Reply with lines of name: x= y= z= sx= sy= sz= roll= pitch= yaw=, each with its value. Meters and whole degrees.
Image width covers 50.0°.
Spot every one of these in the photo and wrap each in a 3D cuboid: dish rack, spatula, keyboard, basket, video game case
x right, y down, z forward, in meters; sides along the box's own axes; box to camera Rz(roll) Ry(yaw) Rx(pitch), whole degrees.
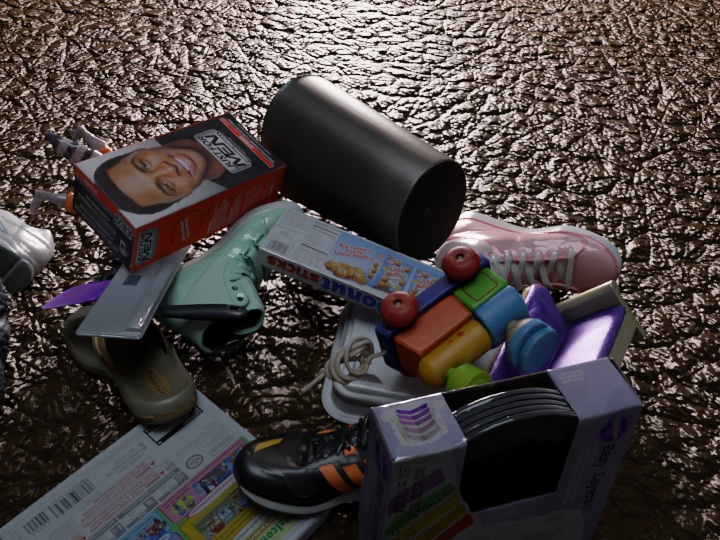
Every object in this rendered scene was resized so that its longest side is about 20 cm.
dish rack: x=0.069 y=0.080 z=0.753 sx=0.195 sy=0.044 sz=0.173 roll=9 pitch=41 yaw=4
spatula: x=-0.198 y=0.030 z=0.720 sx=0.195 sy=0.021 sz=0.057 roll=8 pitch=23 yaw=9
keyboard: x=-0.207 y=0.011 z=0.725 sx=0.055 sy=0.011 sz=0.201 roll=-1 pitch=25 yaw=1
basket: x=0.008 y=-0.106 z=0.849 sx=0.198 sy=0.181 sz=0.137 roll=33 pitch=78 yaw=36
video game case: x=-0.151 y=0.201 z=0.615 sx=0.180 sy=0.022 sz=0.199 roll=30 pitch=47 yaw=28

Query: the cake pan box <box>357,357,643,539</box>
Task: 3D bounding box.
cake pan box: x=0.091 y=0.157 z=0.547 sx=0.180 sy=0.204 sz=0.053 roll=-9 pitch=39 yaw=-18

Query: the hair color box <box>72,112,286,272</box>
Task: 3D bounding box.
hair color box: x=-0.181 y=-0.087 z=0.794 sx=0.101 sy=0.062 sz=0.199 roll=41 pitch=45 yaw=17

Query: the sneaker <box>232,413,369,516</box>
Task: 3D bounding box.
sneaker: x=-0.001 y=0.141 z=0.620 sx=0.195 sy=0.092 sz=0.071 roll=7 pitch=33 yaw=-15

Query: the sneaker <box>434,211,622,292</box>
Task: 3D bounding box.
sneaker: x=0.171 y=-0.001 z=0.826 sx=0.196 sy=0.077 sz=0.105 roll=14 pitch=37 yaw=23

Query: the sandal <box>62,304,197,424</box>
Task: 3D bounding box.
sandal: x=-0.217 y=0.072 z=0.721 sx=0.079 sy=0.055 sz=0.199 roll=-27 pitch=38 yaw=-30

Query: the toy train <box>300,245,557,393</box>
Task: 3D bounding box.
toy train: x=0.060 y=0.078 z=0.641 sx=0.198 sy=0.086 sz=0.115 roll=-35 pitch=45 yaw=-16

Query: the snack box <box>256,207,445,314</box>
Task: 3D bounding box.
snack box: x=0.000 y=0.000 z=0.765 sx=0.196 sy=0.025 sz=0.072 roll=22 pitch=43 yaw=7

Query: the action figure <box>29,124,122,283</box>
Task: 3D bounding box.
action figure: x=-0.262 y=-0.070 z=0.847 sx=0.189 sy=0.106 sz=0.202 roll=17 pitch=46 yaw=0

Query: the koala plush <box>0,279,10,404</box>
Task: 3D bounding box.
koala plush: x=-0.429 y=0.062 z=0.675 sx=0.195 sy=0.187 sz=0.178 roll=-8 pitch=27 yaw=20

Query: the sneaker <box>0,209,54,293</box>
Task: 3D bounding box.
sneaker: x=-0.427 y=-0.038 z=0.836 sx=0.196 sy=0.072 sz=0.081 roll=22 pitch=30 yaw=2

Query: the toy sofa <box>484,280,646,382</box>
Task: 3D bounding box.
toy sofa: x=0.176 y=0.086 z=0.687 sx=0.098 sy=0.082 sz=0.200 roll=52 pitch=44 yaw=-9

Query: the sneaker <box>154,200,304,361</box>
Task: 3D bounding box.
sneaker: x=-0.108 y=0.011 z=0.792 sx=0.199 sy=0.075 sz=0.117 roll=-38 pitch=48 yaw=-25
